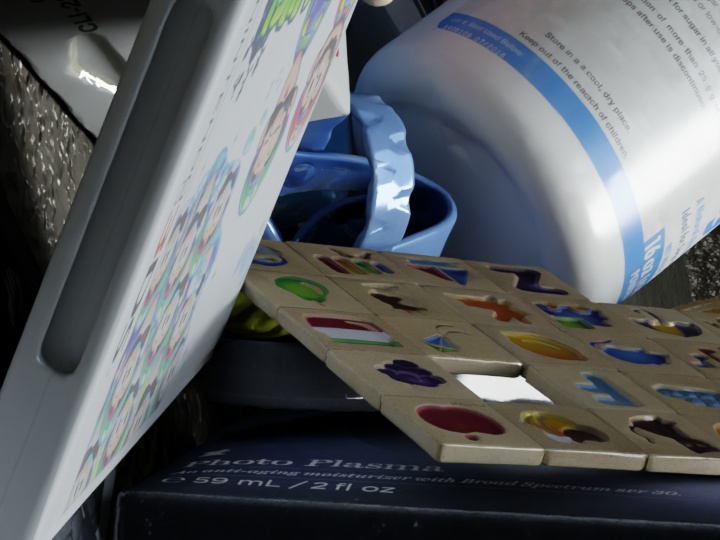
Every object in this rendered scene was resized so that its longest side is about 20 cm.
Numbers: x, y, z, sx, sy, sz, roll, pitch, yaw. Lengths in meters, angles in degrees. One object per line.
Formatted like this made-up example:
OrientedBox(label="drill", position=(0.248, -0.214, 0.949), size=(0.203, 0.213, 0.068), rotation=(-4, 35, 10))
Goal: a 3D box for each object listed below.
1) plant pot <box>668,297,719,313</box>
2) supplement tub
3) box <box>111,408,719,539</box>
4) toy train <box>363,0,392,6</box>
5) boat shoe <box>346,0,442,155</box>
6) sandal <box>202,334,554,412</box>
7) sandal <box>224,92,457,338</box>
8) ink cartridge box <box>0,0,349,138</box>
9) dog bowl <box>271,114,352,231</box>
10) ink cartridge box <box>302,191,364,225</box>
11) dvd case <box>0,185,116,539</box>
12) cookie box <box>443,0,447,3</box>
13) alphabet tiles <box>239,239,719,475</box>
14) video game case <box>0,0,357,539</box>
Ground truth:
OrientedBox(label="plant pot", position=(0.143, 0.120, 0.899), size=(0.187, 0.185, 0.202), rotation=(-75, 165, -63))
OrientedBox(label="supplement tub", position=(0.107, -0.076, 0.945), size=(0.132, 0.200, 0.132), rotation=(41, -27, 26))
OrientedBox(label="box", position=(0.042, 0.111, 0.738), size=(0.198, 0.198, 0.124), rotation=(-20, 112, -81))
OrientedBox(label="toy train", position=(0.007, -0.168, 0.914), size=(0.200, 0.055, 0.152), rotation=(-4, 94, -72))
OrientedBox(label="boat shoe", position=(0.013, -0.130, 1.020), size=(0.091, 0.071, 0.201), rotation=(-40, 116, -39))
OrientedBox(label="sandal", position=(0.028, 0.024, 0.800), size=(0.200, 0.076, 0.043), rotation=(5, 87, -58))
OrientedBox(label="sandal", position=(0.000, 0.000, 0.864), size=(0.080, 0.087, 0.200), rotation=(60, 6, 28))
OrientedBox(label="ink cartridge box", position=(-0.063, -0.156, 0.758), size=(0.144, 0.083, 0.202), rotation=(54, 31, -66))
OrientedBox(label="dog bowl", position=(-0.044, -0.109, 0.902), size=(0.111, 0.049, 0.202), rotation=(-46, 126, -76))
OrientedBox(label="ink cartridge box", position=(-0.001, 0.066, 1.052), size=(0.200, 0.050, 0.163), rotation=(99, -12, -65))
OrientedBox(label="dvd case", position=(-0.098, 0.066, 0.571), size=(0.201, 0.025, 0.151), rotation=(-86, 164, -46))
OrientedBox(label="cookie box", position=(0.045, -0.167, 1.085), size=(0.075, 0.170, 0.202), rotation=(-10, 91, -76))
OrientedBox(label="alphabet tiles", position=(0.068, 0.027, 0.740), size=(0.167, 0.199, 0.008), rotation=(37, -63, 57))
OrientedBox(label="video game case", position=(-0.034, -0.038, 0.613), size=(0.200, 0.024, 0.183), rotation=(-55, 167, -75))
